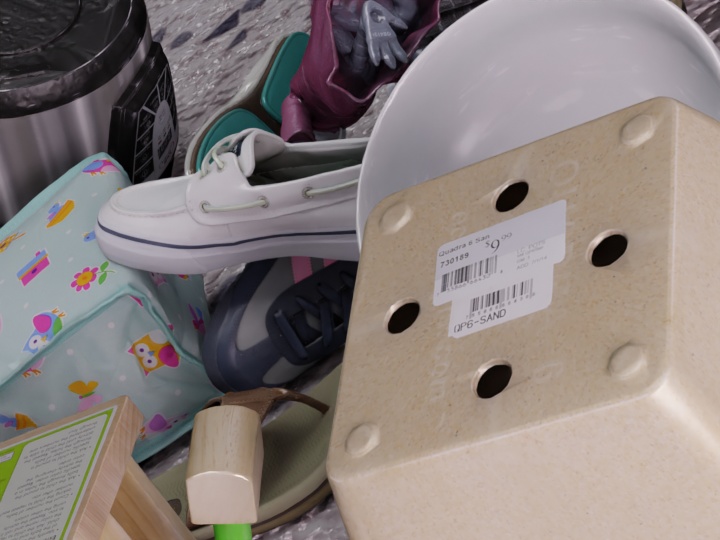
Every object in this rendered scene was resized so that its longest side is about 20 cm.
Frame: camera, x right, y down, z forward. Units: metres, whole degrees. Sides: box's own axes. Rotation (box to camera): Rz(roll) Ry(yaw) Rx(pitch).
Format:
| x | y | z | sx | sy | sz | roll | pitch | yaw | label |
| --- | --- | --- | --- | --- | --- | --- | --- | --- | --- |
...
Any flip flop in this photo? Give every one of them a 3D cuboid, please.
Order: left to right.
| x | y | z | sx | sy | sz | roll | pitch | yaw | label |
| --- | --- | --- | --- | --- | --- | --- | --- | --- | --- |
| -0.073 | 0.098 | 1.014 | 0.199 | 0.058 | 0.081 | -28 | 28 | 14 | flip flop |

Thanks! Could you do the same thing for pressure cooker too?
| x | y | z | sx | sy | sz | roll | pitch | yaw | label |
| --- | --- | --- | --- | --- | --- | --- | --- | --- | --- |
| -0.218 | -0.106 | 1.361 | 0.175 | 0.201 | 0.179 | -20 | 47 | -13 | pressure cooker |

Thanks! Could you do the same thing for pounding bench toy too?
| x | y | z | sx | sy | sz | roll | pitch | yaw | label |
| --- | --- | --- | --- | --- | --- | --- | --- | --- | --- |
| -0.092 | 0.156 | 0.841 | 0.199 | 0.156 | 0.125 | -22 | 29 | 24 | pounding bench toy |

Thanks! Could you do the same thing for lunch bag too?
| x | y | z | sx | sy | sz | roll | pitch | yaw | label |
| --- | --- | --- | --- | --- | --- | --- | --- | --- | --- |
| -0.190 | 0.052 | 1.151 | 0.199 | 0.122 | 0.171 | -34 | 32 | 10 | lunch bag |

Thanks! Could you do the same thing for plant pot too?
| x | y | z | sx | sy | sz | roll | pitch | yaw | label |
| --- | --- | --- | --- | --- | --- | --- | --- | --- | --- |
| 0.095 | 0.057 | 0.727 | 0.199 | 0.177 | 0.201 | -19 | 43 | 29 | plant pot |

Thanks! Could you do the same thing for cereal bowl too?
| x | y | z | sx | sy | sz | roll | pitch | yaw | label |
| --- | --- | --- | --- | --- | --- | --- | --- | --- | --- |
| 0.102 | -0.034 | 0.940 | 0.199 | 0.083 | 0.202 | -11 | 68 | 29 | cereal bowl |

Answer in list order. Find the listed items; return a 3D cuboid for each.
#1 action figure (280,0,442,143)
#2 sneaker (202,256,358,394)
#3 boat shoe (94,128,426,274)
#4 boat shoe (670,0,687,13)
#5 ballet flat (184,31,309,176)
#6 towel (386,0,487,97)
| x | y | z | sx | sy | sz | roll | pitch | yaw | label |
| --- | --- | --- | --- | --- | --- | --- | --- | --- | --- |
| -0.018 | -0.123 | 1.201 | 0.134 | 0.149 | 0.200 | -38 | -6 | -24 | action figure |
| 0.000 | 0.000 | 1.073 | 0.200 | 0.070 | 0.082 | -43 | 27 | -10 | sneaker |
| -0.053 | -0.046 | 1.046 | 0.198 | 0.067 | 0.074 | -3 | 32 | 16 | boat shoe |
| 0.128 | -0.120 | 1.111 | 0.075 | 0.074 | 0.201 | -16 | 33 | 32 | boat shoe |
| -0.075 | -0.086 | 1.312 | 0.069 | 0.070 | 0.201 | -16 | 29 | 32 | ballet flat |
| 0.094 | -0.213 | 1.282 | 0.199 | 0.086 | 0.166 | -20 | 31 | 28 | towel |
